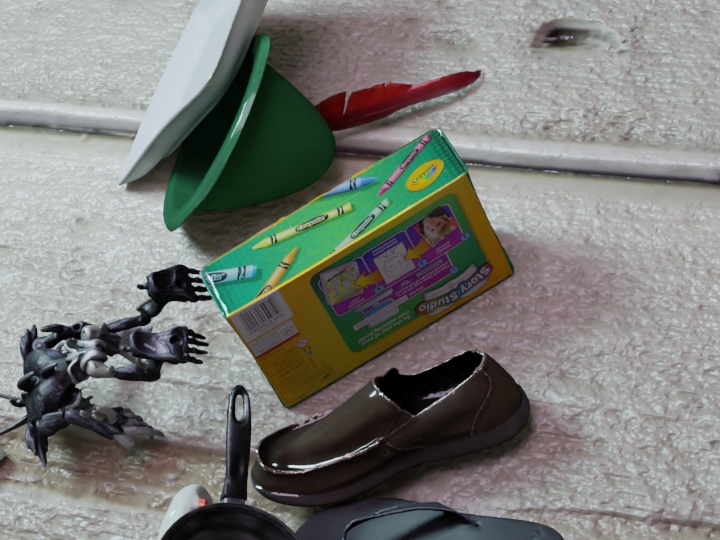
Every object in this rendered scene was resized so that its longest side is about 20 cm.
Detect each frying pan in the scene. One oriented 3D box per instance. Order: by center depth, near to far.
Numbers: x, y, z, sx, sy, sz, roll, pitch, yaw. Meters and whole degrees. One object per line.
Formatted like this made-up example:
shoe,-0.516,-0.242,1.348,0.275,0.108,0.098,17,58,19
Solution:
frying pan,-0.098,0.176,1.298,0.115,0.031,0.191,-12,66,-27

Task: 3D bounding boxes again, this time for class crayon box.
crayon box,0.000,0.000,1.408,0.200,0.119,0.058,-31,48,-1

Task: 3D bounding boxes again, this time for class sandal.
sandal,0.041,0.181,1.297,0.199,0.043,0.076,-2,54,23

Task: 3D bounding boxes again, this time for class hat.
hat,-0.037,-0.082,1.555,0.200,0.176,0.166,-48,23,43

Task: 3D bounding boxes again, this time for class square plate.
square plate,-0.122,-0.181,1.602,0.200,0.028,0.199,-38,27,54

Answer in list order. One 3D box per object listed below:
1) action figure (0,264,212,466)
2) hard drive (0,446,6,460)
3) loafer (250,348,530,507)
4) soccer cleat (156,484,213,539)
action figure,-0.186,0.077,1.452,0.200,0.102,0.119,-31,50,36
hard drive,-0.381,0.180,1.505,0.132,0.027,0.200,30,71,39
loafer,0.013,0.099,1.348,0.199,0.071,0.073,-20,31,5
soccer cleat,-0.135,0.236,1.322,0.077,0.069,0.201,-11,53,21
